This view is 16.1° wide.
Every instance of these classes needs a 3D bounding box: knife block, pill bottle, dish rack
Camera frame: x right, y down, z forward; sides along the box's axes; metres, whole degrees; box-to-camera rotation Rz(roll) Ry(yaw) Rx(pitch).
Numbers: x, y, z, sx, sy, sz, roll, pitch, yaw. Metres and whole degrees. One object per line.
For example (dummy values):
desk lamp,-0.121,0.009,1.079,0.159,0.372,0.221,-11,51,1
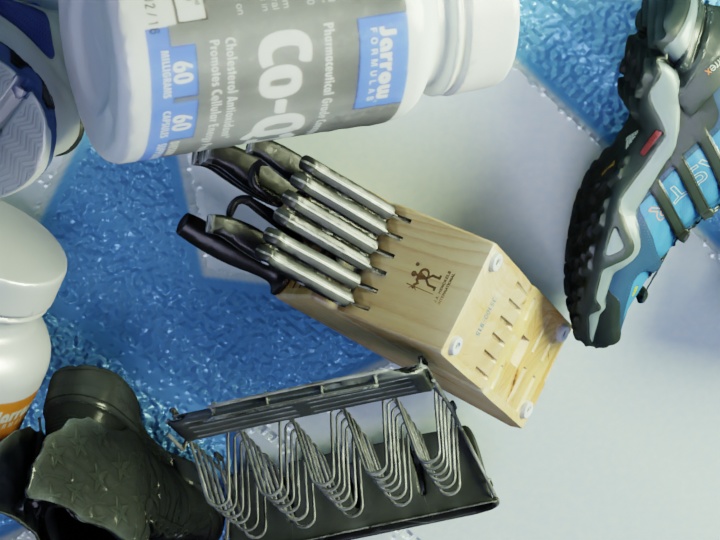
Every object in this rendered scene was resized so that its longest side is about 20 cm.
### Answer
knife block,0.000,0.000,1.325,0.064,0.175,0.200,-63,152,-8
pill bottle,-0.034,-0.120,1.212,0.200,0.114,0.114,-10,120,-19
dish rack,-0.016,0.098,1.326,0.153,0.055,0.200,-13,163,5
pill bottle,-0.229,0.062,1.322,0.112,0.112,0.200,22,115,-14

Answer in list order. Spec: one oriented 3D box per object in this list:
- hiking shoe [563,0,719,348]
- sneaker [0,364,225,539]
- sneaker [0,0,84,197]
hiking shoe,0.163,-0.042,1.307,0.087,0.074,0.200,13,117,-8
sneaker,-0.132,0.126,1.333,0.060,0.104,0.200,-9,142,20
sneaker,-0.206,-0.117,1.250,0.199,0.115,0.081,47,108,8
